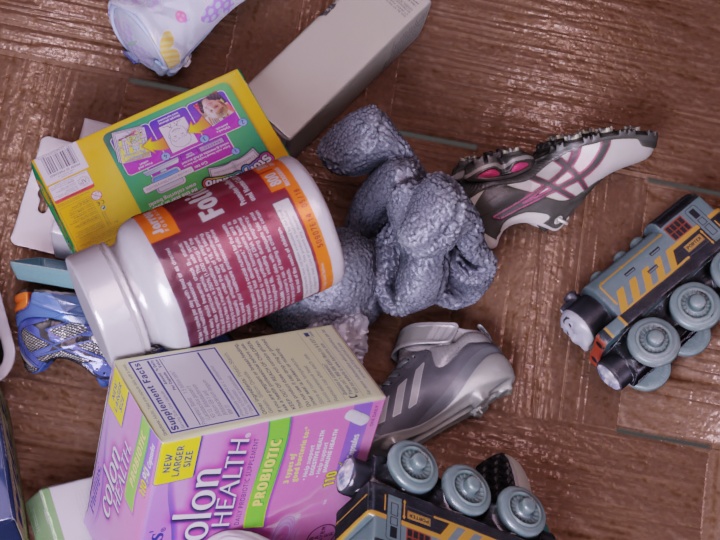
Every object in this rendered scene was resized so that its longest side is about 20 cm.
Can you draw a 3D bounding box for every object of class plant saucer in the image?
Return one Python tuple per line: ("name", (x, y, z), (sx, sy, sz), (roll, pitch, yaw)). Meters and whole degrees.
("plant saucer", (-0.200, 0.013, 1.449), (0.200, 0.070, 0.019), (10, 95, 11))

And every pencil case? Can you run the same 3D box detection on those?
("pencil case", (-0.142, -0.271, 1.560), (0.091, 0.083, 0.200), (42, 72, 9))

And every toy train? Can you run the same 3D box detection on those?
("toy train", (0.276, 0.021, 1.518), (0.200, 0.085, 0.114), (-38, 69, -15))
("toy train", (0.068, 0.215, 1.327), (0.200, 0.085, 0.114), (24, 46, -20))

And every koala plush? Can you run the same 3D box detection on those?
("koala plush", (0.000, 0.000, 1.457), (0.200, 0.184, 0.177), (-38, 49, -6))

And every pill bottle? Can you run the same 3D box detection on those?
("pill bottle", (-0.124, -0.005, 1.327), (0.200, 0.114, 0.114), (-23, 77, -14))

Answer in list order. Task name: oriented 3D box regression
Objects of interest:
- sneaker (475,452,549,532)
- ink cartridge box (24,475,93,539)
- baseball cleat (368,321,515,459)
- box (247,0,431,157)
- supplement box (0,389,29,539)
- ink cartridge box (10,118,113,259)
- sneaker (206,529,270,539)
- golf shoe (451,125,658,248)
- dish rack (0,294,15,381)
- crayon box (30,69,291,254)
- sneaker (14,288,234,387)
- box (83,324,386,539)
("sneaker", (0.142, 0.258, 1.442), (0.093, 0.070, 0.200), (31, 38, -42))
("ink cartridge box", (-0.167, 0.235, 1.415), (0.200, 0.048, 0.146), (-11, 73, -33))
("baseball cleat", (0.035, 0.112, 1.478), (0.200, 0.070, 0.106), (-24, 63, -19))
("box", (-0.027, -0.192, 1.552), (0.068, 0.082, 0.200), (42, 71, 6))
("supplement box", (-0.376, 0.170, 1.325), (0.200, 0.200, 0.134), (-10, 73, -10))
("ink cartridge box", (-0.204, -0.060, 1.492), (0.200, 0.068, 0.116), (14, 70, -2))
("sneaker", (-0.029, 0.263, 1.308), (0.200, 0.099, 0.078), (9, 104, -24))
("golf shoe", (0.186, -0.084, 1.559), (0.200, 0.077, 0.088), (-15, 95, -9))
("dish rack", (-0.400, 0.029, 1.448), (0.171, 0.044, 0.200), (-15, 72, -13))
("crayon box", (-0.163, -0.076, 1.418), (0.200, 0.058, 0.119), (-25, 63, -11))
("sneaker", (-0.205, 0.065, 1.459), (0.200, 0.075, 0.079), (7, 86, -1))
("box", (-0.103, 0.153, 1.339), (0.200, 0.176, 0.097), (-8, 41, -31))
